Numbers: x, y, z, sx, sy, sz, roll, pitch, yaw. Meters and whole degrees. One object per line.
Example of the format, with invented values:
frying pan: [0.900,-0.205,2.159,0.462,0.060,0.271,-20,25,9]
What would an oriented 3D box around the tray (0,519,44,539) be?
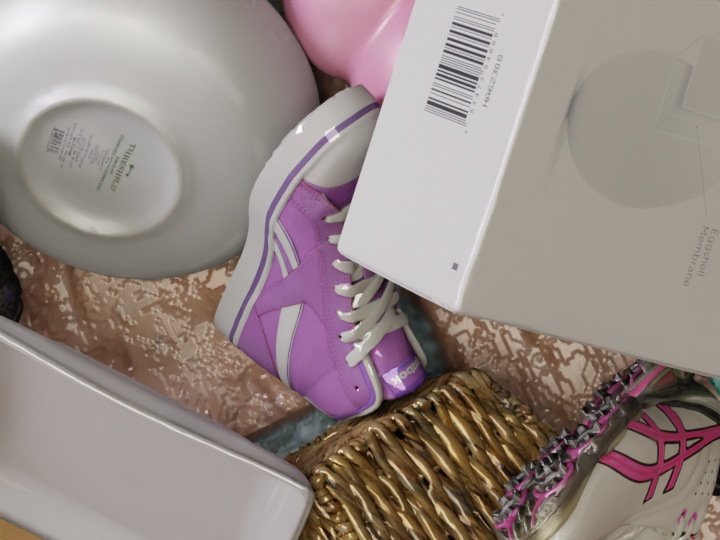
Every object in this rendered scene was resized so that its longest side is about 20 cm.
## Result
tray: [-0.147,0.211,1.379,0.199,0.037,0.099,26,107,5]

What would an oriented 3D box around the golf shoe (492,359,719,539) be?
golf shoe: [0.136,0.105,1.263,0.073,0.200,0.092,-37,88,35]

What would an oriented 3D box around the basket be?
basket: [0.049,0.160,1.344,0.143,0.149,0.200,-32,90,-25]

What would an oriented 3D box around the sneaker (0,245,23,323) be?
sneaker: [-0.202,-0.009,1.305,0.087,0.200,0.076,38,71,-1]

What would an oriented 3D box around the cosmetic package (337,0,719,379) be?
cosmetic package: [0.125,-0.068,1.194,0.199,0.123,0.200,15,96,-30]

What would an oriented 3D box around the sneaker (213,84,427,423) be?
sneaker: [0.000,0.000,1.277,0.114,0.201,0.073,43,57,17]

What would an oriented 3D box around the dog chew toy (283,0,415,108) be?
dog chew toy: [0.019,-0.137,1.295,0.200,0.125,0.125,44,98,7]

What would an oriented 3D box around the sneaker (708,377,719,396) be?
sneaker: [0.229,-0.026,1.302,0.091,0.078,0.201,15,98,1]

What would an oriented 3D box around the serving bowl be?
serving bowl: [-0.123,-0.069,1.296,0.199,0.066,0.201,7,128,9]

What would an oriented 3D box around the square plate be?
square plate: [-0.123,0.104,1.319,0.199,0.198,0.028,27,59,5]
